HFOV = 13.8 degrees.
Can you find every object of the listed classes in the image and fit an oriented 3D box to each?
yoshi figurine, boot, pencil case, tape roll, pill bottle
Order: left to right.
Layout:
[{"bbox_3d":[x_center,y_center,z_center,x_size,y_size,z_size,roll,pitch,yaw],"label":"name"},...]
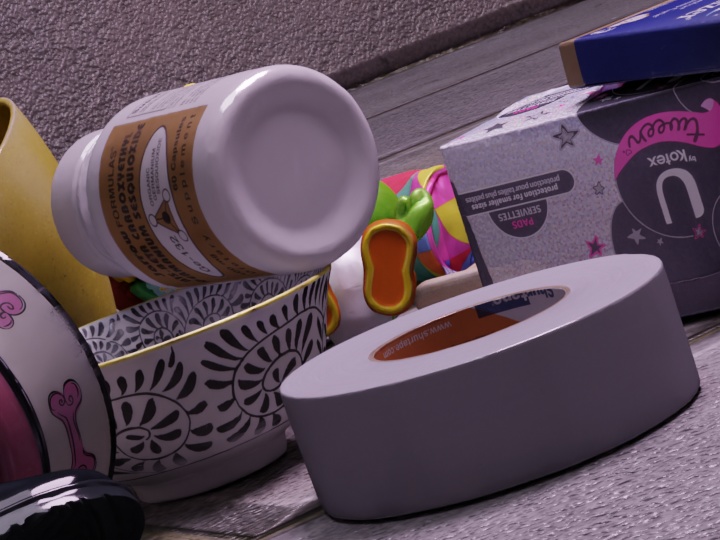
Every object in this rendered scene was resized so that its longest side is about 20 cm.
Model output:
[{"bbox_3d":[-0.228,0.108,1.451,0.200,0.076,0.168,-25,51,-15],"label":"boot"},{"bbox_3d":[-0.089,-0.048,1.677,0.114,0.115,0.200,-24,9,-34],"label":"pill bottle"},{"bbox_3d":[-0.008,-0.014,1.820,0.112,0.112,0.200,-58,-1,2],"label":"yoshi figurine"},{"bbox_3d":[0.000,-0.015,2.067,0.200,0.089,0.088,-11,11,38],"label":"pencil case"},{"bbox_3d":[0.064,0.056,1.465,0.200,0.066,0.200,-18,7,2],"label":"tape roll"}]

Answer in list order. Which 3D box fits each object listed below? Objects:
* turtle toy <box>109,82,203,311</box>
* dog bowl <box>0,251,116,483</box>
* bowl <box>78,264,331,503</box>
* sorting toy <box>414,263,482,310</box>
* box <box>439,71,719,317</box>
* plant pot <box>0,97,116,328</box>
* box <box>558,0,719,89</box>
[{"bbox_3d":[-0.139,-0.029,1.902,0.101,0.146,0.200,-20,1,-32],"label":"turtle toy"},{"bbox_3d":[-0.230,0.080,1.544,0.200,0.200,0.074,-14,18,34],"label":"dog bowl"},{"bbox_3d":[-0.097,0.070,1.645,0.200,0.094,0.201,-18,7,2],"label":"bowl"},{"bbox_3d":[0.151,-0.013,1.873,0.185,0.037,0.200,-15,4,27],"label":"sorting toy"},{"bbox_3d":[0.166,-0.045,1.665,0.200,0.132,0.115,-13,10,32],"label":"box"},{"bbox_3d":[-0.235,0.015,1.824,0.200,0.142,0.200,-38,22,18],"label":"plant pot"},{"bbox_3d":[0.220,-0.134,1.598,0.121,0.032,0.200,-24,15,-41],"label":"box"}]
